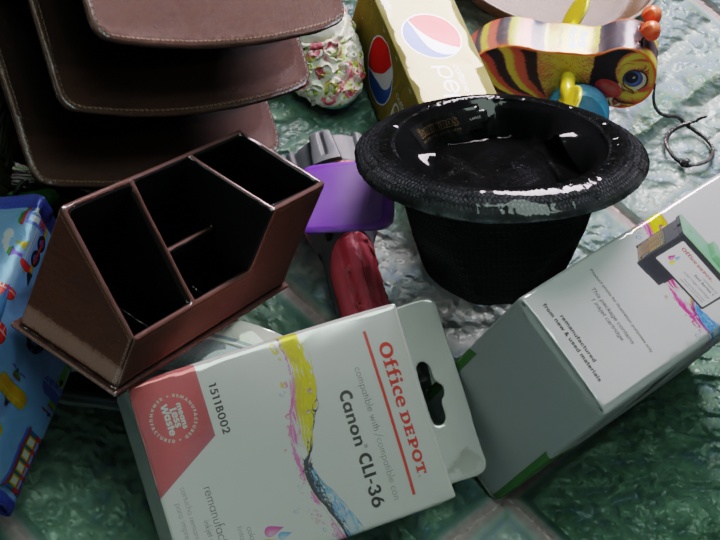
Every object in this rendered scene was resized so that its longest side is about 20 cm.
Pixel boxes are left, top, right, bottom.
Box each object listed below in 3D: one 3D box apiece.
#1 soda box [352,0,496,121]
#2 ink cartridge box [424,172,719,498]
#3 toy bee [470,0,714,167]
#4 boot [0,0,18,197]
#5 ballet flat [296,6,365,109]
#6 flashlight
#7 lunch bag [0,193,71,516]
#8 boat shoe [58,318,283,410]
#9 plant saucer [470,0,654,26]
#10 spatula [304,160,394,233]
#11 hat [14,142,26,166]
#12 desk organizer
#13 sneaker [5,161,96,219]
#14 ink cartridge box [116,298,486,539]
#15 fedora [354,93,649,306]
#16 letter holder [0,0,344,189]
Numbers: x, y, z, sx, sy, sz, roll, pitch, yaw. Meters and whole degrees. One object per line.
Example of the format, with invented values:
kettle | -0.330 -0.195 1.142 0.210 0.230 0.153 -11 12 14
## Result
soda box | 0.052 -0.121 1.194 0.063 0.068 0.201 -6 53 -20
ink cartridge box | 0.157 0.038 1.031 0.199 0.145 0.084 -29 77 -33
toy bee | 0.175 -0.157 1.234 0.198 0.109 0.132 -2 50 -17
boot | -0.300 -0.123 1.003 0.197 0.066 0.177 3 62 8
ballet flat | -0.049 -0.207 1.239 0.075 0.064 0.201 -18 56 -8
flashlight | 0.000 0.000 1.074 0.068 0.068 0.201 35 28 -43
lunch bag | -0.267 0.037 0.945 0.198 0.094 0.152 5 59 24
boat shoe | -0.119 0.067 0.997 0.198 0.070 0.072 12 59 -1
plant saucer | 0.146 -0.254 1.357 0.198 0.032 0.202 8 49 -9
spatula | -0.077 -0.053 1.065 0.197 0.021 0.057 5 56 -4
hat | -0.210 -0.127 1.098 0.198 0.203 0.081 14 12 -3
desk organizer | -0.101 -0.011 0.944 0.071 0.078 0.200 31 27 13
sneaker | -0.219 -0.041 1.023 0.198 0.085 0.079 13 80 -4
ink cartridge box | -0.024 0.091 0.944 0.198 0.067 0.118 -18 88 -16
fedora | 0.086 -0.038 1.033 0.198 0.093 0.201 -1 24 0
letter holder | -0.107 -0.133 0.988 0.199 0.100 0.144 -13 84 -46
